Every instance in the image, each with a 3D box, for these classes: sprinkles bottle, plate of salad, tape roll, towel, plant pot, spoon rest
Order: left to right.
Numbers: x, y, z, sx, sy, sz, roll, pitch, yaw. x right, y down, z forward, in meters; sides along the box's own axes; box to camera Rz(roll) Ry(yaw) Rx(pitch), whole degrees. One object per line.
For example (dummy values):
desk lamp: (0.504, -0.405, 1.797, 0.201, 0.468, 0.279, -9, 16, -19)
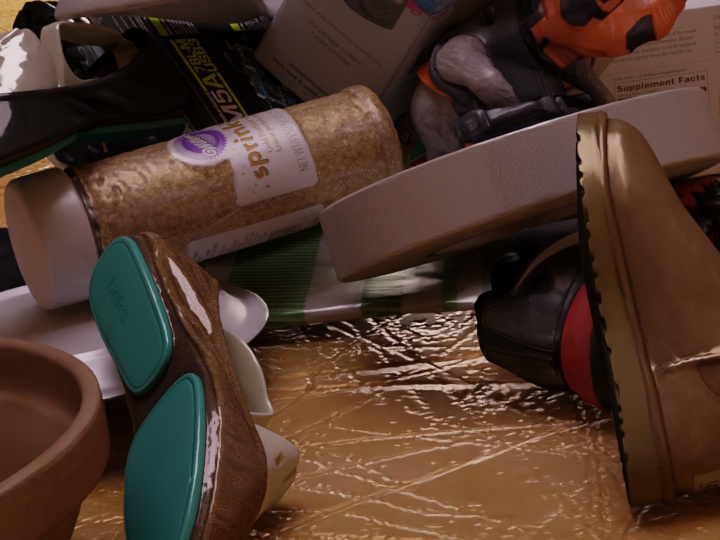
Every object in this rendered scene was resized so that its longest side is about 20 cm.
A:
plant pot: (-0.188, 0.103, 0.647, 0.201, 0.093, 0.201, -6, 19, 2)
plate of salad: (-0.143, 0.043, 0.864, 0.200, 0.048, 0.200, -7, 15, 2)
sprinkles bottle: (-0.079, -0.040, 0.894, 0.200, 0.068, 0.068, -18, 22, -22)
spoon rest: (-0.082, -0.157, 0.943, 0.099, 0.061, 0.200, -4, 17, 35)
towel: (0.000, 0.000, 0.972, 0.200, 0.023, 0.153, -4, 20, 6)
tape roll: (0.078, -0.040, 0.853, 0.203, 0.037, 0.203, -18, -3, -1)

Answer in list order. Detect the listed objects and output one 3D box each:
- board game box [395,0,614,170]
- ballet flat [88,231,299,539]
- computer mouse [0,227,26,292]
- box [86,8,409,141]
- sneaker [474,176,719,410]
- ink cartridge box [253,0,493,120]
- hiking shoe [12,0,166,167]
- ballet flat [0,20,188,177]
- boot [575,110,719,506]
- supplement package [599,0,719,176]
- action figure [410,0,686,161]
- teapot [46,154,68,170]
board game box: (0.096, -0.119, 1.002, 0.095, 0.200, 0.030, 10, 35, -44)
ballet flat: (-0.066, 0.062, 0.734, 0.072, 0.068, 0.200, 22, 28, -32)
computer mouse: (-0.229, 0.026, 0.934, 0.034, 0.059, 0.200, 5, 24, 36)
box: (-0.063, -0.142, 1.037, 0.193, 0.048, 0.200, -12, 57, -41)
sneaker: (0.119, 0.001, 0.843, 0.098, 0.071, 0.200, 6, 25, 29)
ink cartridge box: (0.045, -0.185, 0.962, 0.086, 0.200, 0.148, 40, 37, 10)
hiking shoe: (-0.127, -0.085, 1.026, 0.200, 0.074, 0.087, 47, 34, 15)
ballet flat: (-0.158, -0.086, 0.862, 0.068, 0.068, 0.200, -13, 7, 27)
boot: (0.194, 0.005, 0.704, 0.200, 0.175, 0.066, -9, -15, 4)
supplement package: (0.181, -0.131, 1.134, 0.200, 0.111, 0.156, -7, 19, 0)
action figure: (0.110, -0.124, 0.936, 0.193, 0.105, 0.200, -35, -13, 17)
teapot: (-0.090, -0.113, 1.139, 0.197, 0.146, 0.200, -5, 20, 10)
